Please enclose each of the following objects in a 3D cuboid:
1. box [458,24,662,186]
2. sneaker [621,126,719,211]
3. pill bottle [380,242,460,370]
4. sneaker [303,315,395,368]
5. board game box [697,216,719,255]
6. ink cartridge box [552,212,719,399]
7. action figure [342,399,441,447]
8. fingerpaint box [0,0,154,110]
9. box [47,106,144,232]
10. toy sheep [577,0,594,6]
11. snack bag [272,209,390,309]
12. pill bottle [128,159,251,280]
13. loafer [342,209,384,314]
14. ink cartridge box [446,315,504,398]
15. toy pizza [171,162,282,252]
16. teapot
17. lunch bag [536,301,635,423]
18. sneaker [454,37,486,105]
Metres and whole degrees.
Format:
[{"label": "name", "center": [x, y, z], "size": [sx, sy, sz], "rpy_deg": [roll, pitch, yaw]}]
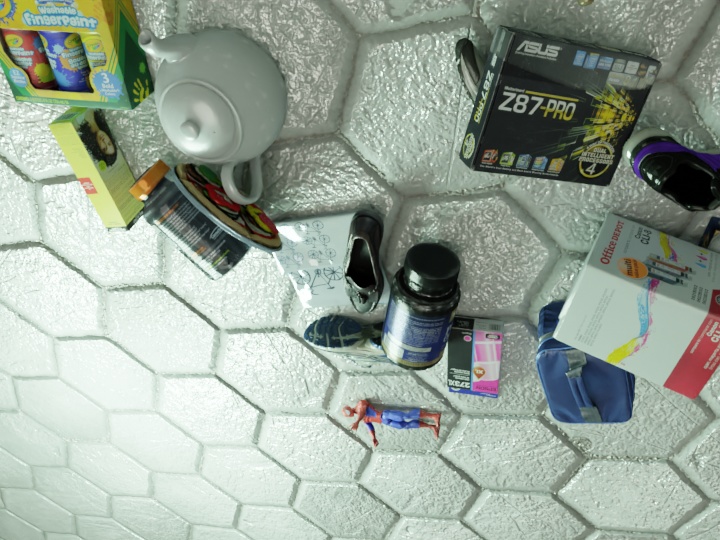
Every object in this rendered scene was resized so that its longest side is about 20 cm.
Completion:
[{"label": "box", "center": [0.234, -0.190, 0.770], "size": [0.199, 0.049, 0.162], "rpy_deg": [5, 119, -17]}, {"label": "sneaker", "center": [0.417, -0.104, 0.786], "size": [0.199, 0.100, 0.070], "rpy_deg": [10, 129, -19]}, {"label": "pill bottle", "center": [0.099, 0.058, 1.043], "size": [0.111, 0.112, 0.201], "rpy_deg": [14, 132, 6]}, {"label": "sneaker", "center": [-0.007, 0.140, 1.172], "size": [0.199, 0.077, 0.085], "rpy_deg": [6, 134, 13]}, {"label": "board game box", "center": [0.536, 0.025, 0.925], "size": [0.135, 0.035, 0.201], "rpy_deg": [11, 131, 9]}, {"label": "ink cartridge box", "center": [0.393, 0.043, 0.885], "size": [0.199, 0.145, 0.145], "rpy_deg": [23, 133, 17]}, {"label": "action figure", "center": [0.053, 0.313, 1.283], "size": [0.199, 0.099, 0.065], "rpy_deg": [9, 130, 14]}, {"label": "fingerpaint box", "center": [-0.416, -0.323, 0.916], "size": [0.199, 0.073, 0.167], "rpy_deg": [8, 131, 12]}, {"label": "box", "center": [-0.420, -0.163, 1.051], "size": [0.050, 0.075, 0.201], "rpy_deg": [-2, 129, 19]}, {"label": "toy sheep", "center": [0.205, -0.367, 0.646], "size": [0.137, 0.138, 0.201], "rpy_deg": [-10, 121, 25]}, {"label": "snack bag", "center": [-0.053, -0.009, 1.096], "size": [0.188, 0.021, 0.201], "rpy_deg": [-5, 127, 21]}, {"label": "pill bottle", "center": [-0.275, -0.085, 1.048], "size": [0.106, 0.106, 0.200], "rpy_deg": [-30, 115, 35]}, {"label": "loafer", "center": [0.000, 0.000, 1.032], "size": [0.072, 0.063, 0.201], "rpy_deg": [9, 130, 9]}, {"label": "ink cartridge box", "center": [0.202, 0.166, 1.153], "size": [0.094, 0.037, 0.201], "rpy_deg": [5, 132, 14]}, {"label": "toy pizza", "center": [-0.191, -0.100, 0.967], "size": [0.200, 0.200, 0.032], "rpy_deg": [37, 101, -14]}, {"label": "teapot", "center": [-0.201, -0.217, 0.888], "size": [0.199, 0.146, 0.198], "rpy_deg": [25, 132, -5]}, {"label": "lunch bag", "center": [0.354, 0.146, 1.019], "size": [0.135, 0.133, 0.200], "rpy_deg": [-10, 125, 25]}, {"label": "sneaker", "center": [0.189, -0.219, 0.818], "size": [0.079, 0.074, 0.200], "rpy_deg": [-34, 119, 26]}]
